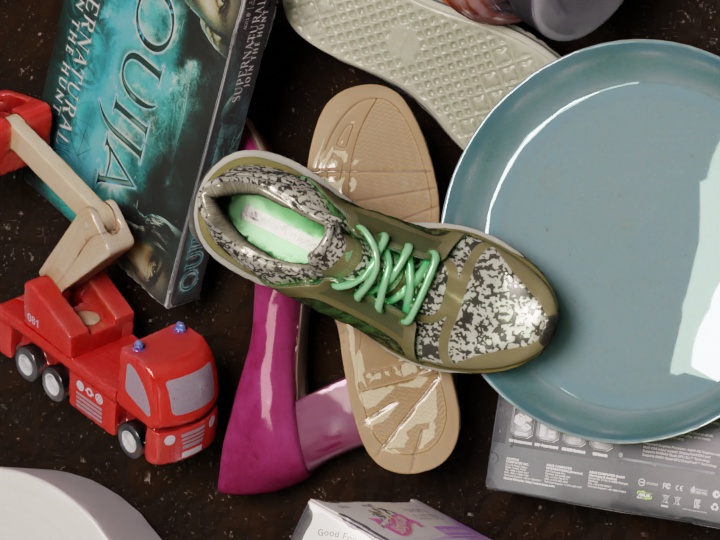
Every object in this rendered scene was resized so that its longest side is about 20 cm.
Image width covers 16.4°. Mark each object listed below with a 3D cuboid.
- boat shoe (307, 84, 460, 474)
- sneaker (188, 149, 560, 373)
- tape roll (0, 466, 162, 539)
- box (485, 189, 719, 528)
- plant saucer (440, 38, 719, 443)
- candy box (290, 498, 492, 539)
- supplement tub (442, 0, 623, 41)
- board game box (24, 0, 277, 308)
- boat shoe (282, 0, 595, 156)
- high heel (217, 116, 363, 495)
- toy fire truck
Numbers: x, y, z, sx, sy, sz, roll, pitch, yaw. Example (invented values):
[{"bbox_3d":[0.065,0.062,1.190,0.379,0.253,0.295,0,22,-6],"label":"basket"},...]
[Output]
[{"bbox_3d":[0.013,0.005,1.304,0.071,0.065,0.202,-11,89,0],"label":"boat shoe"},{"bbox_3d":[0.000,0.000,1.224,0.199,0.089,0.077,20,95,9],"label":"sneaker"},{"bbox_3d":[-0.195,0.210,1.377,0.201,0.071,0.204,-2,84,21],"label":"tape roll"},{"bbox_3d":[0.171,0.049,1.260,0.199,0.051,0.159,7,87,23],"label":"box"},{"bbox_3d":[0.136,-0.014,1.241,0.199,0.027,0.202,-4,80,23],"label":"plant saucer"},{"bbox_3d":[-0.009,0.218,1.251,0.071,0.168,0.201,26,94,20],"label":"candy box"},{"bbox_3d":[0.053,-0.195,1.277,0.107,0.107,0.200,-53,53,9],"label":"supplement tub"},{"bbox_3d":[-0.115,-0.098,1.337,0.135,0.028,0.201,40,129,32],"label":"board game box"},{"bbox_3d":[0.052,-0.111,1.318,0.199,0.062,0.075,31,112,7],"label":"boat shoe"},{"bbox_3d":[-0.064,0.018,1.343,0.096,0.067,0.201,-21,81,7],"label":"high heel"},{"bbox_3d":[-0.151,0.002,1.351,0.200,0.049,0.142,32,131,35],"label":"toy fire truck"}]
